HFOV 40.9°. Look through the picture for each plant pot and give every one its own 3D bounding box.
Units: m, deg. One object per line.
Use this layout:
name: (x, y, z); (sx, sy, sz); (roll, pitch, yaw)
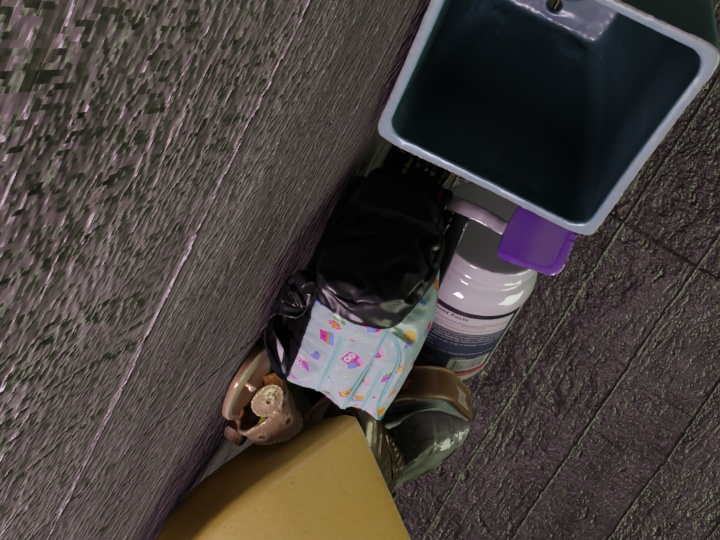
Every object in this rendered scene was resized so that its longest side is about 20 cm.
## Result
plant pot: (0.154, -0.194, 0.766); (0.197, 0.194, 0.201); (116, -2, -49)
plant pot: (-0.083, 0.274, 0.912); (0.198, 0.197, 0.195); (-26, -178, -29)

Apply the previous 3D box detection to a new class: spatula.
spatula: (0.091, -0.053, 0.834); (0.057, 0.198, 0.021); (-62, 157, -11)

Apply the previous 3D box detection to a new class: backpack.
backpack: (-0.001, 0.037, 0.837); (0.167, 0.125, 0.201); (-54, 170, -41)

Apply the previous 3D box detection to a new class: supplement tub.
supplement tub: (0.110, 0.016, 1.058); (0.141, 0.139, 0.201); (-55, 172, -40)

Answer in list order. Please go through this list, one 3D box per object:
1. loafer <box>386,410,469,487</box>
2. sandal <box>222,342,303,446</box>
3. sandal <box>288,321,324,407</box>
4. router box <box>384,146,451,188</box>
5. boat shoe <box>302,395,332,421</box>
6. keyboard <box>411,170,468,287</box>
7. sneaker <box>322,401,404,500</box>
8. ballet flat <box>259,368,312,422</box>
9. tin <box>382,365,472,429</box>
loafer: (0.050, 0.205, 1.076); (0.200, 0.069, 0.071); (-39, -123, 54)
sandal: (-0.086, 0.135, 0.928); (0.078, 0.069, 0.212); (-57, 175, -24)
sandal: (-0.037, 0.092, 1.028); (0.075, 0.043, 0.201); (-25, 149, -3)
router box: (0.080, -0.136, 1.056); (0.202, 0.062, 0.150); (-62, 174, 28)
boat shoe: (-0.045, 0.186, 1.053); (0.064, 0.073, 0.201); (-13, 153, -26)
keyboard: (0.024, -0.004, 0.929); (0.020, 0.127, 0.202); (-8, 130, -45)
sneaker: (0.007, 0.184, 0.978); (0.075, 0.070, 0.202); (-25, 141, -29)
ballet flat: (-0.086, 0.161, 1.126); (0.067, 0.067, 0.201); (-52, 173, -25)
tin: (0.065, 0.149, 1.087); (0.200, 0.110, 0.042); (46, 32, -63)
